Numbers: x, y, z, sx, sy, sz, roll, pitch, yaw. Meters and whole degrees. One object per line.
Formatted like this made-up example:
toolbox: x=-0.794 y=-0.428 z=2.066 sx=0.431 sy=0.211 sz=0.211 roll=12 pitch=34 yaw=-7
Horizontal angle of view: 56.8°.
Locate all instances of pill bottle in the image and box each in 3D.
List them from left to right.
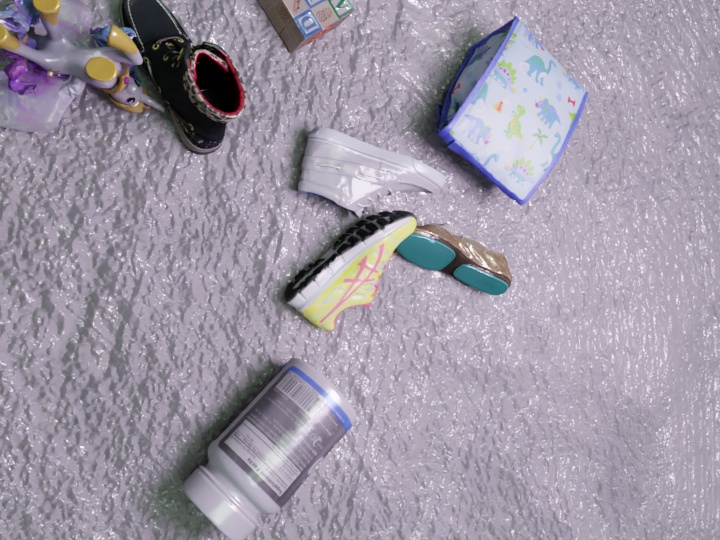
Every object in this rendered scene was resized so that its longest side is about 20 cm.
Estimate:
pill bottle: x=-0.108 y=0.213 z=0.791 sx=0.200 sy=0.114 sz=0.114 roll=-46 pitch=106 yaw=-19

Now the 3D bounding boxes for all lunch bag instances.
lunch bag: x=0.208 y=-0.218 z=0.948 sx=0.170 sy=0.127 sz=0.201 roll=35 pitch=65 yaw=-19

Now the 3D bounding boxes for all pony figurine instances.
pony figurine: x=-0.311 y=-0.220 z=0.696 sx=0.192 sy=0.200 sz=0.168 roll=17 pitch=87 yaw=-7

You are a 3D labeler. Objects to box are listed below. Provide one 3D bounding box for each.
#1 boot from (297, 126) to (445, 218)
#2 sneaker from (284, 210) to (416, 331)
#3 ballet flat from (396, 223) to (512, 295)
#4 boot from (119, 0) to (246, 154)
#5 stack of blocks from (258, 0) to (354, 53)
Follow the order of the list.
boot: x=0.013 y=-0.114 z=0.893 sx=0.199 sy=0.074 sz=0.096 roll=17 pitch=87 yaw=-15
sneaker: x=0.000 y=0.000 z=0.870 sx=0.200 sy=0.078 sz=0.091 roll=-39 pitch=109 yaw=-3
ballet flat: x=0.131 y=-0.027 z=0.948 sx=0.199 sy=0.070 sz=0.066 roll=26 pitch=50 yaw=-24
boot: x=-0.197 y=-0.241 z=0.748 sx=0.073 sy=0.154 sz=0.205 roll=-29 pitch=100 yaw=-23
stack of blocks: x=-0.091 y=-0.402 z=0.856 sx=0.115 sy=0.058 sz=0.201 roll=-37 pitch=102 yaw=-22
